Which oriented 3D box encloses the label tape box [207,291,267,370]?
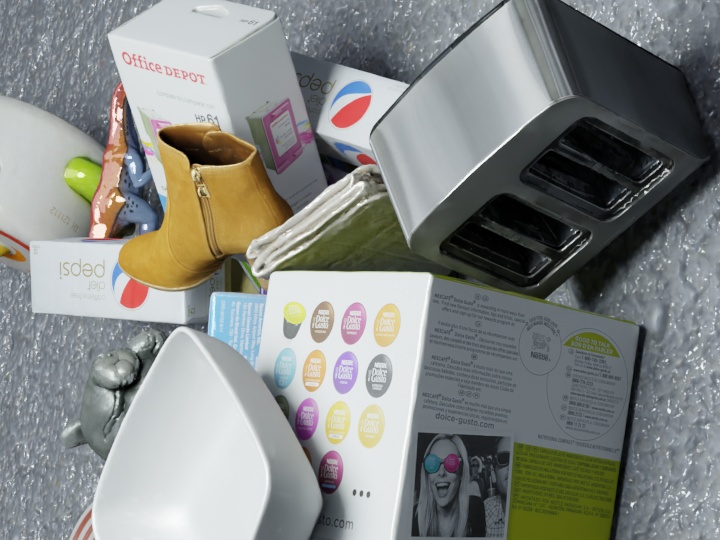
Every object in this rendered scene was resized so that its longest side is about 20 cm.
[{"bbox_3d":[-0.024,0.096,1.701,0.066,0.198,0.145,77,-163,-86],"label":"label tape box"}]

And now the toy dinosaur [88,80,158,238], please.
[{"bbox_3d":[-0.219,-0.087,2.030,0.105,0.200,0.183,6,119,46],"label":"toy dinosaur"}]

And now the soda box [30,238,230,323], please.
[{"bbox_3d":[-0.209,0.008,1.929,0.199,0.063,0.069,3,96,40],"label":"soda box"}]

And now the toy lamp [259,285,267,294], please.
[{"bbox_3d":[-0.047,0.103,1.760,0.058,0.058,0.202,-19,81,50],"label":"toy lamp"}]

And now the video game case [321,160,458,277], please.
[{"bbox_3d":[0.000,0.000,1.773,0.199,0.019,0.144,25,100,45],"label":"video game case"}]

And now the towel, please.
[{"bbox_3d":[0.017,-0.026,1.611,0.132,0.199,0.035,-34,64,28],"label":"towel"}]

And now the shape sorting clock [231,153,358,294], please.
[{"bbox_3d":[-0.056,-0.052,1.878,0.199,0.039,0.202,-9,77,42],"label":"shape sorting clock"}]

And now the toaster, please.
[{"bbox_3d":[0.121,-0.090,1.497,0.181,0.199,0.119,-42,45,27],"label":"toaster"}]

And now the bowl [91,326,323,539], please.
[{"bbox_3d":[-0.102,0.166,1.496,0.201,0.074,0.200,-62,38,24],"label":"bowl"}]

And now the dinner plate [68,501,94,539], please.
[{"bbox_3d":[-0.234,0.310,2.025,0.200,0.024,0.202,-25,59,49],"label":"dinner plate"}]

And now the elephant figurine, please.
[{"bbox_3d":[-0.165,0.163,1.899,0.201,0.141,0.156,58,156,27],"label":"elephant figurine"}]

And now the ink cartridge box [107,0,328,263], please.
[{"bbox_3d":[-0.113,-0.117,1.765,0.144,0.084,0.201,17,131,46],"label":"ink cartridge box"}]

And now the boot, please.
[{"bbox_3d":[-0.136,-0.055,1.697,0.200,0.145,0.071,5,43,36],"label":"boot"}]

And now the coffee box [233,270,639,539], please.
[{"bbox_3d":[0.053,0.112,1.530,0.199,0.199,0.199,1,81,54],"label":"coffee box"}]

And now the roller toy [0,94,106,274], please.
[{"bbox_3d":[-0.343,-0.077,2.146,0.141,0.182,0.200,-65,9,-15],"label":"roller toy"}]

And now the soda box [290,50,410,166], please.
[{"bbox_3d":[-0.008,-0.128,1.774,0.199,0.068,0.064,20,79,45],"label":"soda box"}]
